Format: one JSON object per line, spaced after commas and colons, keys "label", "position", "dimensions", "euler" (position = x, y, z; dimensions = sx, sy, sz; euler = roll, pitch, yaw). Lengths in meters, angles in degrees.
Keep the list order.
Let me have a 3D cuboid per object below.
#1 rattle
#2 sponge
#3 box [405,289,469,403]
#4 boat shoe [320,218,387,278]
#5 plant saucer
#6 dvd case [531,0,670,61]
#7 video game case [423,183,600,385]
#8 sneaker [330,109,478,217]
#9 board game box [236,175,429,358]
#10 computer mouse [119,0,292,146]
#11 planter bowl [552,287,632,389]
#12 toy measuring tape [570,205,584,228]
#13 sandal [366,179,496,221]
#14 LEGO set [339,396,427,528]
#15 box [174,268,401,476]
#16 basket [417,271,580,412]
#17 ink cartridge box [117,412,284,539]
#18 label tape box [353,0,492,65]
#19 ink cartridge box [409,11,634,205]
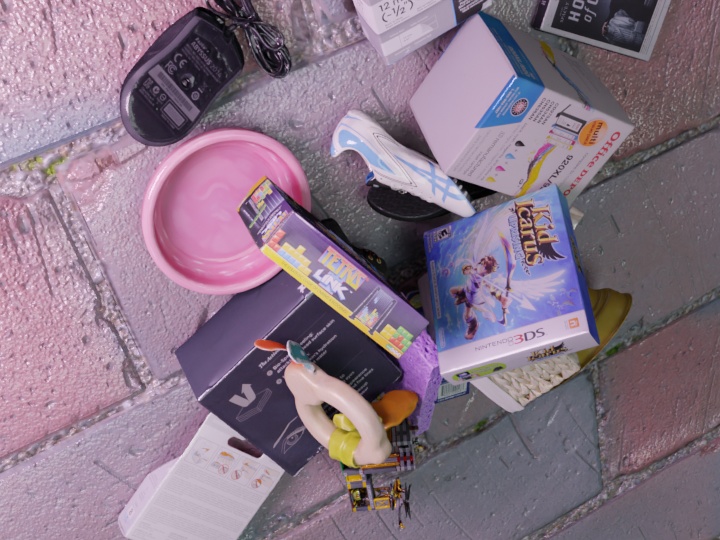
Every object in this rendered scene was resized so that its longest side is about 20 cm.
{"label": "rattle", "position": [-0.018, 0.123, 1.000], "dimensions": [0.143, 0.130, 0.201], "euler": [-38, 100, -19]}
{"label": "sponge", "position": [0.062, 0.129, 1.113], "dimensions": [0.030, 0.112, 0.201], "euler": [-23, 150, -20]}
{"label": "box", "position": [0.107, 0.103, 1.218], "dimensions": [0.120, 0.032, 0.201], "euler": [-12, 120, -24]}
{"label": "boat shoe", "position": [-0.001, -0.001, 1.084], "dimensions": [0.063, 0.074, 0.202], "euler": [-37, 132, -4]}
{"label": "plant saucer", "position": [-0.157, -0.071, 0.980], "dimensions": [0.199, 0.051, 0.202], "euler": [-12, 120, -21]}
{"label": "dvd case", "position": [0.328, -0.368, 1.100], "dimensions": [0.199, 0.025, 0.151], "euler": [5, 112, -30]}
{"label": "video game case", "position": [0.171, 0.016, 0.999], "dimensions": [0.180, 0.201, 0.045], "euler": [-19, 147, 23]}
{"label": "sneaker", "position": [0.053, -0.118, 1.027], "dimensions": [0.199, 0.072, 0.073], "euler": [32, 99, -8]}
{"label": "board game box", "position": [-0.034, -0.008, 0.923], "dimensions": [0.200, 0.165, 0.057], "euler": [39, 93, -25]}
{"label": "computer mouse", "position": [-0.178, -0.214, 0.900], "dimensions": [0.200, 0.053, 0.139], "euler": [-46, 128, -14]}
{"label": "planter bowl", "position": [0.300, 0.080, 1.251], "dimensions": [0.083, 0.200, 0.200], "euler": [43, 91, 0]}
{"label": "toy measuring tape", "position": [0.259, -0.001, 1.216], "dimensions": [0.073, 0.074, 0.201], "euler": [21, 109, -34]}
{"label": "sandal", "position": [0.101, -0.097, 1.094], "dimensions": [0.199, 0.076, 0.048], "euler": [-15, 148, -22]}
{"label": "LEGO set", "position": [0.035, 0.240, 1.164], "dimensions": [0.115, 0.154, 0.201], "euler": [-6, 120, 4]}
{"label": "box", "position": [-0.090, 0.118, 1.070], "dimensions": [0.197, 0.117, 0.200], "euler": [-43, 127, -2]}
{"label": "basket", "position": [0.187, 0.075, 1.123], "dimensions": [0.123, 0.136, 0.200], "euler": [-33, 130, 20]}
{"label": "ink cartridge box", "position": [-0.207, 0.293, 1.149], "dimensions": [0.160, 0.047, 0.201], "euler": [34, 90, -36]}
{"label": "label tape box", "position": [0.056, -0.334, 0.894], "dimensions": [0.143, 0.066, 0.200], "euler": [-30, 152, -1]}
{"label": "ink cartridge box", "position": [0.193, -0.188, 1.023], "dimensions": [0.199, 0.145, 0.147], "euler": [13, 129, -32]}
